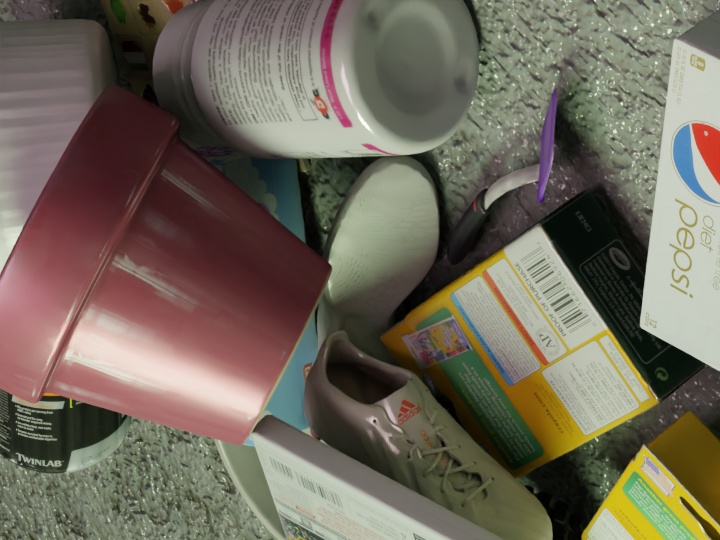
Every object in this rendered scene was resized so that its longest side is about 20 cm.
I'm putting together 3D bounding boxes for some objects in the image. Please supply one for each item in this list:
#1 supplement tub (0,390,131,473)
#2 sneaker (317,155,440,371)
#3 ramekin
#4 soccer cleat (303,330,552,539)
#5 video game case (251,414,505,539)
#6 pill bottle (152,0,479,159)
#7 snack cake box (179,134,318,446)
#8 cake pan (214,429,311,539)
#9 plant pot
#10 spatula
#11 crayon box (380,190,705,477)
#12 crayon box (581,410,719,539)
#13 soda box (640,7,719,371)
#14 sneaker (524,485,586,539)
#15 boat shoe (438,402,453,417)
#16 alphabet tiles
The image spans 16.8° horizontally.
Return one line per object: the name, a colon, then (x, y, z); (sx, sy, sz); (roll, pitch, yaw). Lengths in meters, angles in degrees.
supplement tub: (-0.235, 0.048, 1.872); (0.122, 0.122, 0.201); (34, 139, 28)
sneaker: (0.000, 0.000, 1.612); (0.089, 0.075, 0.201); (-108, 25, -54)
ramekin: (-0.215, -0.081, 1.696); (0.200, 0.097, 0.202); (173, 90, -90)
soccer cleat: (0.039, 0.113, 1.531); (0.200, 0.069, 0.078); (35, 137, 30)
video game case: (0.027, 0.191, 1.540); (0.199, 0.023, 0.182); (25, 147, 33)
pill bottle: (-0.032, -0.126, 1.502); (0.199, 0.113, 0.114); (1, 118, 48)
snack cake box: (-0.094, 0.011, 1.680); (0.115, 0.067, 0.201); (9, 111, 48)
cake pan: (-0.031, 0.129, 1.767); (0.200, 0.037, 0.201); (30, 136, 33)
plant pot: (-0.124, 0.013, 1.520); (0.178, 0.201, 0.200); (28, 142, -3)
spatula: (0.087, -0.048, 1.486); (0.020, 0.057, 0.200); (13, 154, -15)
crayon box: (0.109, 0.048, 1.512); (0.126, 0.051, 0.200); (56, 144, 1)
crayon box: (0.207, 0.164, 1.452); (0.126, 0.052, 0.200); (48, 162, 12)
soda box: (0.205, -0.044, 1.329); (0.068, 0.064, 0.201); (31, 138, 31)
sneaker: (0.072, 0.185, 1.609); (0.199, 0.079, 0.089); (25, 124, 4)
boat shoe: (0.060, 0.182, 1.680); (0.066, 0.072, 0.202); (8, 113, 15)
alphabet tiles: (-0.103, -0.146, 1.665); (0.199, 0.008, 0.168); (6, 121, 47)
